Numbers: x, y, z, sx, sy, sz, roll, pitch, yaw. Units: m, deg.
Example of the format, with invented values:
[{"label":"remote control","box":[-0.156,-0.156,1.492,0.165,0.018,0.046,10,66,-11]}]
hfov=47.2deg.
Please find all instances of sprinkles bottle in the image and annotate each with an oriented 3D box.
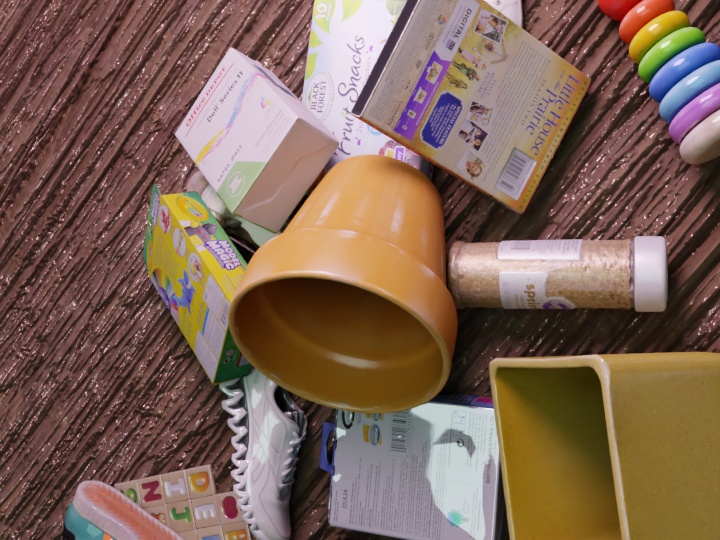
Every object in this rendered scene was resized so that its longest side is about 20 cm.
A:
[{"label":"sprinkles bottle","box":[0.184,0.004,0.777,0.198,0.068,0.069,0,87,20]}]

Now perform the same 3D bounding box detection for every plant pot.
[{"label":"plant pot","box":[0.244,0.158,0.677,0.198,0.195,0.197,-5,85,-17]},{"label":"plant pot","box":[0.000,0.000,0.764,0.198,0.201,0.184,1,49,20]}]

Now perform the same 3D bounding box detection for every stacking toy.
[{"label":"stacking toy","box":[0.283,-0.201,0.748,0.085,0.085,0.201,-31,73,16]}]

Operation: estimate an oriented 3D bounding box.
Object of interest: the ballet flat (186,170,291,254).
[{"label":"ballet flat","box":[-0.122,-0.057,0.889,0.199,0.067,0.069,31,96,19]}]

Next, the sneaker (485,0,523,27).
[{"label":"sneaker","box":[0.113,-0.218,0.805,0.072,0.085,0.202,8,89,22]}]

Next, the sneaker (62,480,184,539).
[{"label":"sneaker","box":[-0.253,0.322,0.915,0.199,0.071,0.081,32,103,23]}]

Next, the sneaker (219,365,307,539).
[{"label":"sneaker","box":[-0.094,0.190,0.869,0.080,0.075,0.202,-11,84,10]}]

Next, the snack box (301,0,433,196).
[{"label":"snack box","box":[0.011,-0.173,0.855,0.141,0.053,0.203,7,90,21]}]

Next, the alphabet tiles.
[{"label":"alphabet tiles","box":[-0.210,0.316,0.936,0.198,0.006,0.168,-15,82,18]}]

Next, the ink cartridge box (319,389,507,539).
[{"label":"ink cartridge box","box":[0.046,0.187,0.813,0.198,0.076,0.138,4,88,18]}]

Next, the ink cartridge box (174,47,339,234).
[{"label":"ink cartridge box","box":[-0.119,-0.146,0.852,0.118,0.067,0.200,-53,48,14]}]

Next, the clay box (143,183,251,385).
[{"label":"clay box","box":[-0.170,0.006,0.868,0.200,0.047,0.116,52,137,33]}]

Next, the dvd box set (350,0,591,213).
[{"label":"dvd box set","box":[0.106,-0.161,0.758,0.147,0.199,0.029,-63,27,4]}]
